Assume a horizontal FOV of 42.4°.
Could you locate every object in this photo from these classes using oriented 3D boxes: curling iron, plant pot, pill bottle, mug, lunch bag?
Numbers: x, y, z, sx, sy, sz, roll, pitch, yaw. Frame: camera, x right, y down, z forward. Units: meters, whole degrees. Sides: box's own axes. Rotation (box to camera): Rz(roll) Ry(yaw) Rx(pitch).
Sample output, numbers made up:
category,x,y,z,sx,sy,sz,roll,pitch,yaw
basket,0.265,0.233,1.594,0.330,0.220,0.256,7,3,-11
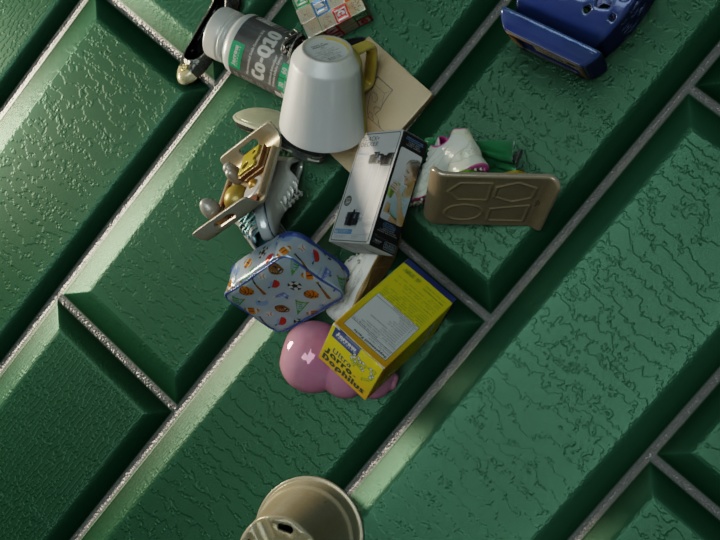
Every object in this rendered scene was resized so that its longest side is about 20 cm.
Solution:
category,x,y,z,sx,sy,sz,roll,pitch,yaw
curling iron,-0.057,-0.385,1.580,0.026,0.200,0.050,36,124,30
plant pot,0.342,-0.421,1.479,0.200,0.200,0.180,29,101,14
pill bottle,-0.171,-0.384,1.644,0.200,0.113,0.113,27,94,14
mug,-0.056,-0.311,1.538,0.149,0.153,0.187,8,45,3
lunch bag,-0.124,0.025,1.574,0.200,0.160,0.076,-29,39,39
plant pot,-0.112,0.456,1.545,0.200,0.183,0.201,-1,86,14

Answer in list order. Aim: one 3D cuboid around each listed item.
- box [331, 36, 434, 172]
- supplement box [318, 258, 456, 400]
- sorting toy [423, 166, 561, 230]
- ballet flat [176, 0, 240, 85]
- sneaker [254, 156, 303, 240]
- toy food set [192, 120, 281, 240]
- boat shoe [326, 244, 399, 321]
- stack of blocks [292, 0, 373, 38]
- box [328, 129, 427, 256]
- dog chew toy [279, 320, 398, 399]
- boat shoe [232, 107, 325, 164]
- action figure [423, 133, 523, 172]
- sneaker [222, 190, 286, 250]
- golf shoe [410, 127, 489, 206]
category,x,y,z,sx,sy,sz,roll,pitch,yaw
box,0.007,-0.285,1.641,0.163,0.021,0.200,44,97,13
supplement box,0.044,0.094,1.512,0.109,0.110,0.200,41,53,13
sorting toy,0.205,-0.119,1.485,0.199,0.185,0.037,6,70,2
ballet flat,-0.287,-0.434,1.701,0.066,0.057,0.200,30,93,29
sneaker,-0.138,-0.134,1.599,0.071,0.073,0.200,-9,46,13
toy food set,-0.212,-0.154,1.572,0.143,0.060,0.200,-30,36,36
boat shoe,0.000,0.000,1.601,0.069,0.071,0.200,30,92,27
stack of blocks,-0.071,-0.516,1.654,0.115,0.059,0.200,-24,82,12
box,0.029,-0.130,1.544,0.117,0.060,0.201,8,77,53
dog chew toy,-0.033,0.161,1.580,0.199,0.125,0.125,16,91,6
boat shoe,-0.146,-0.240,1.649,0.200,0.072,0.068,21,133,27
action figure,0.175,-0.188,1.565,0.200,0.055,0.118,15,132,28
sneaker,-0.176,-0.079,1.642,0.078,0.086,0.200,-44,78,7
golf shoe,0.134,-0.168,1.540,0.200,0.075,0.092,-28,74,52
